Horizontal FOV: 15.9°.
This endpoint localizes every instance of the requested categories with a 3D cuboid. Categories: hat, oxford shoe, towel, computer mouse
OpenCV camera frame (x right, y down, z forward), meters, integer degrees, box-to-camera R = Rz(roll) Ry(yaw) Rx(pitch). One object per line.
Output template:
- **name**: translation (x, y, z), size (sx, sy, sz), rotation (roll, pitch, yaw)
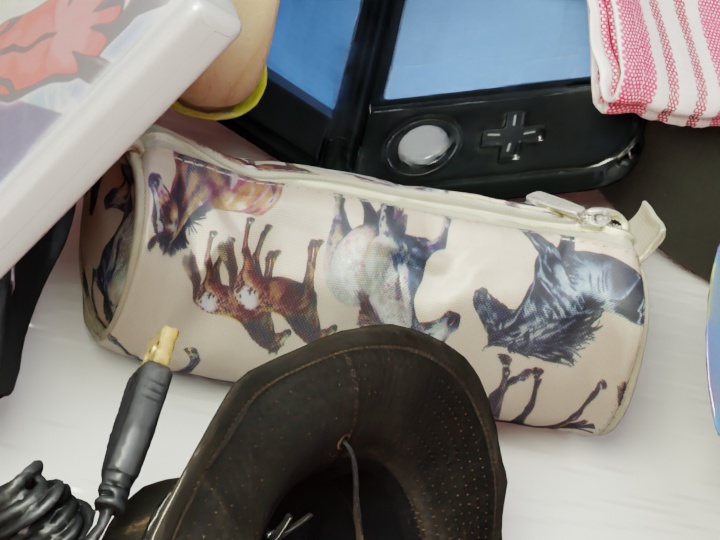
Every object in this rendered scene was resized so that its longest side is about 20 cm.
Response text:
- **hat**: translation (-0.031, 0.108, 0.785), size (0.200, 0.081, 0.201), rotation (-2, 93, -56)
- **oxford shoe**: translation (0.170, -0.032, 0.998), size (0.200, 0.071, 0.071), rotation (22, 35, -19)
- **towel**: translation (0.155, -0.123, 0.938), size (0.200, 0.030, 0.147), rotation (2, 82, -39)
- **computer mouse**: translation (-0.116, 0.013, 0.793), size (0.046, 0.140, 0.200), rotation (58, 36, -39)

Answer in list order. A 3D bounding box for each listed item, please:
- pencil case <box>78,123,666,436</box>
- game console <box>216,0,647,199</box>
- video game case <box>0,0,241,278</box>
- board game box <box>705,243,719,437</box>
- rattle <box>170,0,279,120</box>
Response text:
- **pencil case**: translation (0.000, 0.000, 0.878), size (0.200, 0.090, 0.078), rotation (10, 20, -16)
- **game console**: translation (0.016, -0.131, 0.955), size (0.176, 0.116, 0.200), rotation (-5, 49, 21)
- **video game case**: translation (-0.134, -0.067, 0.783), size (0.023, 0.200, 0.182), rotation (27, 28, -44)
- **board game box**: translation (0.185, 0.047, 0.939), size (0.200, 0.039, 0.158), rotation (48, 56, -17)
- **rattle**: translation (-0.077, -0.143, 0.804), size (0.143, 0.200, 0.130), rotation (17, 57, -1)
